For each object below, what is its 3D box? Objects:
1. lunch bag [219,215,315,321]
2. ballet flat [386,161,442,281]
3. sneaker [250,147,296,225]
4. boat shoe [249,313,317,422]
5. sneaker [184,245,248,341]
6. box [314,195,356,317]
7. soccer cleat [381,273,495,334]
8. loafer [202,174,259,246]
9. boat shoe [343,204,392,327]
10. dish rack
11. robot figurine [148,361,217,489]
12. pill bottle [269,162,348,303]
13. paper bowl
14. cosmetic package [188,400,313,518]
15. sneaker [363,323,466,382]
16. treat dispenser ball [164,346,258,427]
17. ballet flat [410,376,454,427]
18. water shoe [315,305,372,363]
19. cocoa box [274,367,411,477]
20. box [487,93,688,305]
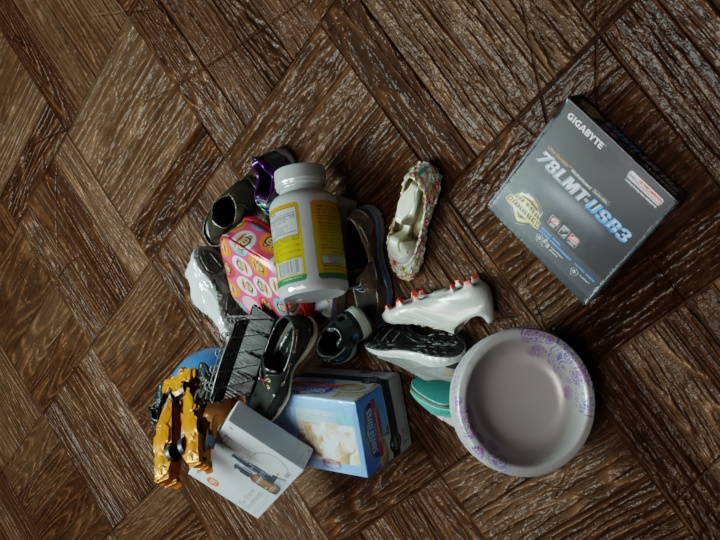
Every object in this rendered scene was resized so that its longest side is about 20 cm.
[{"bbox_3d":[-0.148,0.021,1.584,0.175,0.082,0.202,31,146,29],"label":"lunch bag"},{"bbox_3d":[0.070,-0.071,1.425,0.075,0.064,0.203,27,121,28],"label":"ballet flat"},{"bbox_3d":[-0.148,-0.101,1.576,0.073,0.087,0.204,2,106,38],"label":"sneaker"},{"bbox_3d":[-0.141,0.162,1.533,0.073,0.063,0.204,38,108,40],"label":"boat shoe"},{"bbox_3d":[-0.267,0.059,1.746,0.099,0.077,0.202,-44,67,46],"label":"sneaker"},{"bbox_3d":[-0.042,-0.021,1.549,0.038,0.041,0.204,22,117,32],"label":"box"},{"bbox_3d":[0.116,0.066,1.435,0.198,0.069,0.079,-17,98,38],"label":"soccer cleat"},{"bbox_3d":[-0.241,-0.101,1.652,0.074,0.071,0.200,56,140,9],"label":"loafer"},{"bbox_3d":[0.000,0.000,1.500,0.071,0.072,0.204,3,106,40],"label":"boat shoe"},{"bbox_3d":[-0.200,0.137,1.503,0.054,0.200,0.156,18,93,14],"label":"dish rack"},{"bbox_3d":[-0.291,0.251,1.549,0.143,0.058,0.203,-26,46,22],"label":"robot figurine"},{"bbox_3d":[-0.084,-0.059,1.455,0.112,0.112,0.204,-18,76,41],"label":"pill bottle"},{"bbox_3d":[0.223,0.186,1.323,0.203,0.198,0.104,61,171,4],"label":"paper bowl"},{"bbox_3d":[-0.188,0.323,1.575,0.150,0.052,0.201,35,133,-3],"label":"cosmetic package"},{"bbox_3d":[0.085,0.137,1.481,0.198,0.074,0.080,11,132,41],"label":"sneaker"},{"bbox_3d":[-0.259,0.242,1.708,0.198,0.200,0.205,14,114,34],"label":"treat dispenser ball"},{"bbox_3d":[0.161,0.215,1.450,0.197,0.067,0.072,6,121,39],"label":"ballet flat"},{"bbox_3d":[-0.046,0.113,1.537,0.072,0.078,0.200,57,155,12],"label":"water shoe"},{"bbox_3d":[-0.036,0.251,1.576,0.197,0.130,0.136,0,105,39],"label":"cocoa box"},{"bbox_3d":[0.296,-0.093,1.246,0.200,0.049,0.199,48,129,16],"label":"box"}]
